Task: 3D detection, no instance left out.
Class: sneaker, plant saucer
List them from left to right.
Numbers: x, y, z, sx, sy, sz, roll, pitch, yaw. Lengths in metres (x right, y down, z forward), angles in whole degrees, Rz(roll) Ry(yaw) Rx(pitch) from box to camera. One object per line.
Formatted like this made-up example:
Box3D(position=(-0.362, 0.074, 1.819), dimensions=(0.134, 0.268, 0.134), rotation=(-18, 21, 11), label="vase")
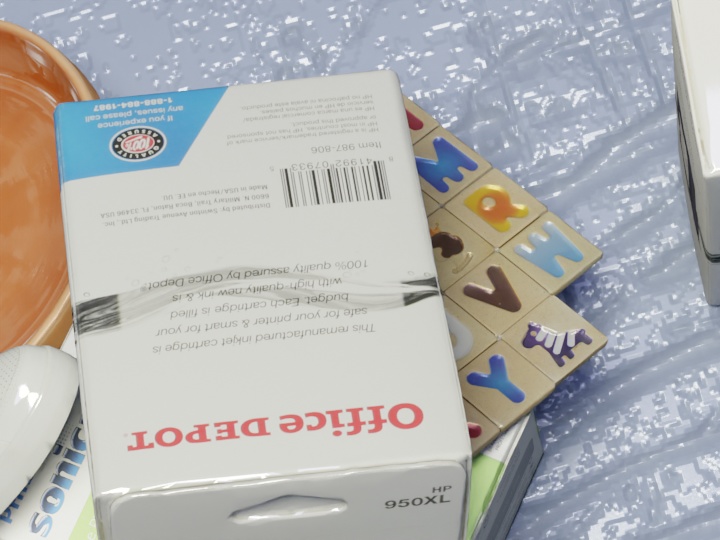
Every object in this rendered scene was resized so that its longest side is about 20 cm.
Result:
Box3D(position=(-0.217, 0.072, 1.177), dimensions=(0.200, 0.116, 0.074), rotation=(-37, 29, 32), label="sneaker")
Box3D(position=(-0.196, -0.019, 1.270), dimensions=(0.200, 0.032, 0.200), rotation=(-11, 65, 23), label="plant saucer")

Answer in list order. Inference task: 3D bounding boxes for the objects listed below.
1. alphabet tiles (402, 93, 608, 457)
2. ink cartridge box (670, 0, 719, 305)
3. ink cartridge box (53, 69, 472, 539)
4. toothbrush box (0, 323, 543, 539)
Box3D(position=(0.000, 0.000, 1.198), dimensions=(0.166, 0.006, 0.200), rotation=(-37, 62, -25), label="alphabet tiles")
Box3D(position=(0.207, -0.058, 1.161), dimensions=(0.145, 0.200, 0.084), rotation=(-9, 74, 5), label="ink cartridge box")
Box3D(position=(-0.042, 0.025, 1.120), dimensions=(0.145, 0.084, 0.200), rotation=(-6, 52, -5), label="ink cartridge box")
Box3D(position=(-0.041, 0.093, 1.206), dimensions=(0.200, 0.086, 0.146), rotation=(21, 74, 13), label="toothbrush box")
